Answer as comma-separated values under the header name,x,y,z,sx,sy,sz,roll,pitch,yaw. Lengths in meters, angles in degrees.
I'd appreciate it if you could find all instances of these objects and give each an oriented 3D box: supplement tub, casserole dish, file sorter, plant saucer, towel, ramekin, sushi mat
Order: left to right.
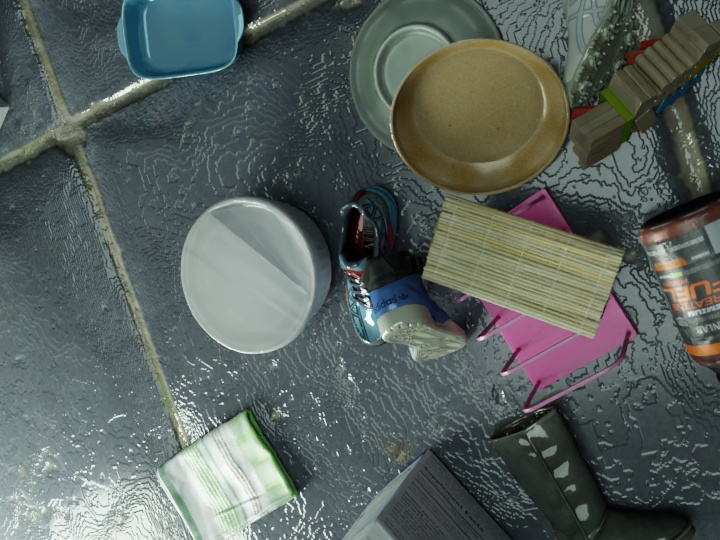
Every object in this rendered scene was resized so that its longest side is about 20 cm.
name,x,y,z,sx,sy,sz,roll,pitch,yaw
casserole dish,-0.232,-0.319,1.051,0.197,0.039,0.123,-1,100,22
towel,-0.201,0.312,1.166,0.199,0.031,0.150,-35,87,24
ramekin,-0.128,-0.001,1.040,0.199,0.094,0.206,5,102,22
plant saucer,0.071,-0.234,0.936,0.197,0.050,0.204,4,101,21
plant saucer,0.132,-0.175,0.890,0.197,0.036,0.202,4,133,4
sushi mat,0.163,-0.007,0.825,0.198,0.012,0.097,20,105,21
file sorter,0.196,0.035,0.896,0.138,0.125,0.202,-34,87,25
supplement tub,0.377,0.026,0.830,0.106,0.107,0.202,-24,90,24

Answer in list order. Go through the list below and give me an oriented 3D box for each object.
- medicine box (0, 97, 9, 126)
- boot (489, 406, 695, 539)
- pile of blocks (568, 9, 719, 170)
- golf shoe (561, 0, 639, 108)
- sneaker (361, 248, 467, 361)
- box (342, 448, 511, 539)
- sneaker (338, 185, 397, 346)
name,x,y,z,sx,sy,sz,roll,pitch,yaw
medicine box,-0.669,-0.231,1.213,0.199,0.103,0.183,38,112,11
boot,0.273,0.254,0.946,0.180,0.072,0.202,-27,83,23
pile of blocks,0.298,-0.198,0.844,0.199,0.082,0.063,-40,66,15
golf shoe,0.250,-0.279,0.855,0.097,0.078,0.202,35,114,39
sneaker,0.063,0.037,0.935,0.076,0.199,0.113,-25,66,19
box,0.083,0.350,0.963,0.184,0.200,0.105,47,114,8
sneaker,0.000,0.000,0.986,0.078,0.095,0.203,-1,100,25
